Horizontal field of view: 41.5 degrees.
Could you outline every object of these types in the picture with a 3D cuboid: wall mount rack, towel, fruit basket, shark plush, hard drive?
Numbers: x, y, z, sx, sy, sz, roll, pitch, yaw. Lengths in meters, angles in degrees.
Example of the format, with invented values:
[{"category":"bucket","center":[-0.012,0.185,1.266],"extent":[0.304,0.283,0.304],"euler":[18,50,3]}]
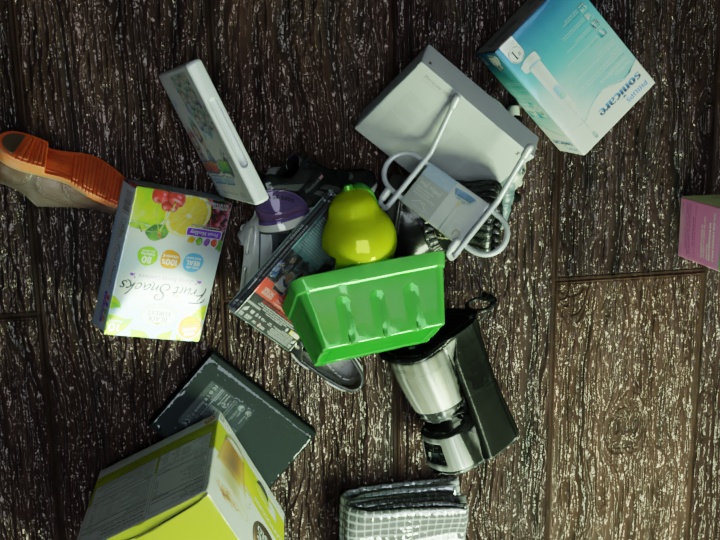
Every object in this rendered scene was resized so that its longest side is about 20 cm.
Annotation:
[{"category":"wall mount rack","center":[0.123,-0.116,1.226],"extent":[0.200,0.075,0.174],"euler":[38,89,15]},{"category":"towel","center":[0.068,0.412,1.439],"extent":[0.200,0.086,0.166],"euler":[-3,104,-11]},{"category":"fruit basket","center":[0.000,0.000,1.212],"extent":[0.215,0.156,0.216],"euler":[3,71,-9]},{"category":"shark plush","center":[0.194,-0.161,1.370],"extent":[0.083,0.091,0.200],"euler":[-7,126,9]},{"category":"hard drive","center":[-0.182,0.227,1.373],"extent":[0.200,0.033,0.140],"euler":[41,92,-17]}]

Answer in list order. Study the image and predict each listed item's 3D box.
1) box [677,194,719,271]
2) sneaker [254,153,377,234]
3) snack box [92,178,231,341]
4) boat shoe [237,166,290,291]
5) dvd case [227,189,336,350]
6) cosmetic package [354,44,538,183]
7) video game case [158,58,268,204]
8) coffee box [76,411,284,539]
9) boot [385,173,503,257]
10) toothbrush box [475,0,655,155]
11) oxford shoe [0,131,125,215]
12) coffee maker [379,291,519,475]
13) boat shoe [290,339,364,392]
[{"category":"box","center":[0.595,-0.053,1.387],"extent":[0.176,0.200,0.097],"euler":[-4,103,-12]},{"category":"sneaker","center":[-0.056,-0.119,1.265],"extent":[0.200,0.076,0.088],"euler":[-27,112,-39]},{"category":"snack box","center":[-0.264,-0.011,1.270],"extent":[0.142,0.053,0.200],"euler":[9,101,-36]},{"category":"boat shoe","center":[-0.137,-0.044,1.304],"extent":[0.065,0.074,0.200],"euler":[4,85,22]},{"category":"dvd case","center":[-0.069,0.004,1.263],"extent":[0.200,0.022,0.146],"euler":[-48,144,0]},{"category":"cosmetic package","center":[0.116,-0.187,1.290],"extent":[0.200,0.052,0.151],"euler":[37,136,-16]},{"category":"video game case","center":[-0.189,-0.172,1.197],"extent":[0.024,0.200,0.182],"euler":[-30,107,-14]},{"category":"coffee box","center":[-0.233,0.355,1.282],"extent":[0.200,0.198,0.200],"euler":[-27,111,6]},{"category":"boot","center":[0.112,-0.029,1.315],"extent":[0.158,0.079,0.211],"euler":[9,112,13]},{"category":"toothbrush box","center":[0.286,-0.283,1.331],"extent":[0.200,0.085,0.146],"euler":[44,90,-16]},{"category":"oxford shoe","center":[-0.386,-0.113,1.250],"extent":[0.200,0.071,0.073],"euler":[25,129,-22]},{"category":"coffee maker","center":[0.151,0.168,1.377],"extent":[0.192,0.135,0.200],"euler":[-25,107,-6]},{"category":"boat shoe","center":[-0.072,0.102,1.354],"extent":[0.074,0.060,0.200],"euler":[-44,107,2]}]
